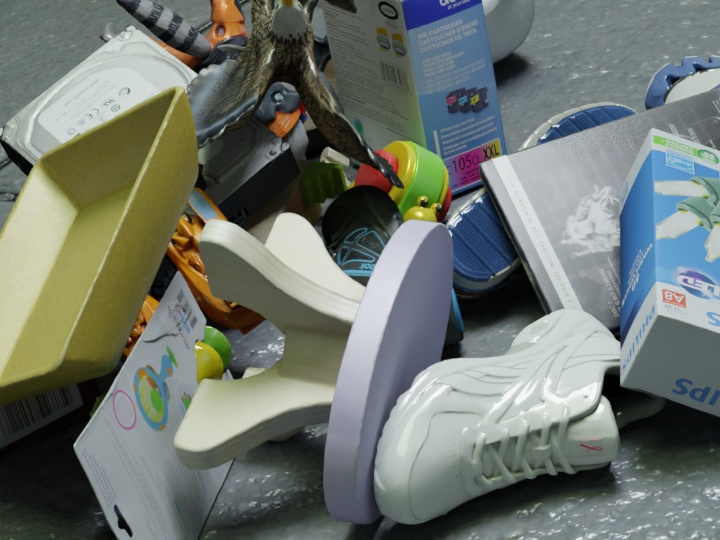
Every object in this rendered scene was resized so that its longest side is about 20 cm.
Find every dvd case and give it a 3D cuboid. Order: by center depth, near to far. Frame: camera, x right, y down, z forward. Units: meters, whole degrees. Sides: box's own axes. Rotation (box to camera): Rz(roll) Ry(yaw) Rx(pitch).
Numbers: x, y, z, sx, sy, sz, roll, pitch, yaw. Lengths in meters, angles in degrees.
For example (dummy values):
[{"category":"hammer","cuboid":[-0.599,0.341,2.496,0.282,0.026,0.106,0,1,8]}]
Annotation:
[{"category":"dvd case","cuboid":[0.197,-0.039,1.278,0.199,0.016,0.149,-18,61,-11]}]

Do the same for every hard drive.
[{"category":"hard drive","cuboid":[-0.158,-0.088,1.408,0.140,0.038,0.200,-40,54,-15]}]

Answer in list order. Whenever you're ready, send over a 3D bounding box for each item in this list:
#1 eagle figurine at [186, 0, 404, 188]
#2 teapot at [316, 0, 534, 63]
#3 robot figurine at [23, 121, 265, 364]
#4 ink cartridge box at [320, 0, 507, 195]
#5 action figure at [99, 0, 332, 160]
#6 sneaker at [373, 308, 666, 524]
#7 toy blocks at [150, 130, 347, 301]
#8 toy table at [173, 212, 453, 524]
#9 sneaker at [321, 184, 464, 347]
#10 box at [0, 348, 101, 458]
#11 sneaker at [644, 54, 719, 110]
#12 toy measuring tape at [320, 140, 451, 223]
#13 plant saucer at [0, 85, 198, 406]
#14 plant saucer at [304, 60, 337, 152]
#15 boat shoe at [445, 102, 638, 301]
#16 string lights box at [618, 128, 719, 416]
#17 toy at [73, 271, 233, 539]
[{"category":"eagle figurine","cuboid":[-0.052,-0.139,1.346,0.151,0.151,0.201,-14,59,25]},{"category":"teapot","cuboid":[0.049,-0.245,1.668,0.146,0.200,0.198,-30,70,-15]},{"category":"robot figurine","cuboid":[-0.151,-0.018,1.297,0.145,0.058,0.200,-38,64,-4]},{"category":"ink cartridge box","cuboid":[0.037,-0.170,1.492,0.076,0.201,0.136,-25,28,-23]},{"category":"action figure","cuboid":[-0.125,-0.141,1.533,0.200,0.193,0.105,-46,2,12]},{"category":"sneaker","cuboid":[0.096,0.087,1.096,0.200,0.078,0.099,-31,34,-30]},{"category":"toy blocks","cuboid":[-0.124,-0.026,1.422,0.199,0.100,0.137,7,44,21]},{"category":"toy table","cuboid":[-0.026,0.048,1.132,0.117,0.185,0.200,9,39,17]},{"category":"sneaker","cuboid":[0.000,0.000,1.316,0.082,0.074,0.200,-20,26,-10]},{"category":"box","cuboid":[-0.269,0.055,1.335,0.100,0.075,0.200,-28,28,-25]},{"category":"sneaker","cuboid":[0.312,-0.119,1.415,0.198,0.081,0.115,-15,29,12]},{"category":"toy measuring tape","cuboid":[0.021,-0.074,1.453,0.073,0.074,0.200,-18,27,-10]},{"category":"plant saucer","cuboid":[-0.176,0.001,1.183,0.200,0.048,0.201,-17,46,52]},{"category":"plant saucer","cuboid":[-0.067,-0.141,1.678,0.199,0.032,0.200,-10,27,5]},{"category":"boat shoe","cuboid":[0.121,-0.048,1.340,0.200,0.072,0.072,-34,-12,-25]},{"category":"string lights box","cuboid":[0.212,0.004,1.155,0.102,0.059,0.200,18,35,-6]},{"category":"toy","cuboid":[-0.126,0.099,1.137,0.047,0.116,0.200,-14,24,24]}]
